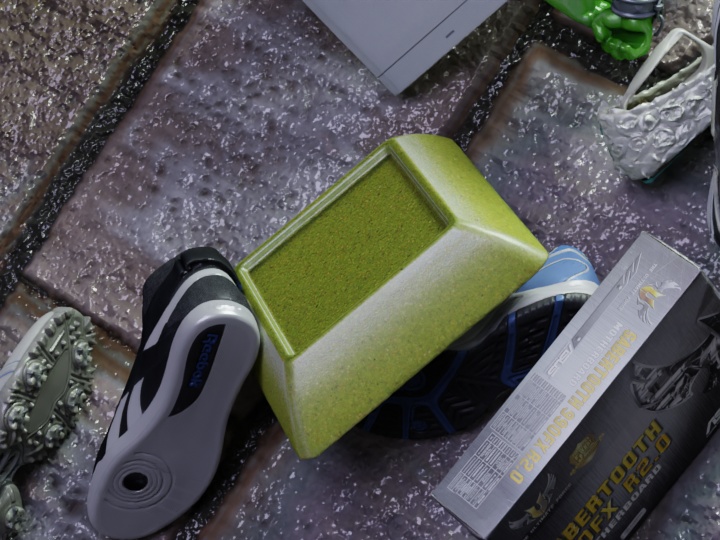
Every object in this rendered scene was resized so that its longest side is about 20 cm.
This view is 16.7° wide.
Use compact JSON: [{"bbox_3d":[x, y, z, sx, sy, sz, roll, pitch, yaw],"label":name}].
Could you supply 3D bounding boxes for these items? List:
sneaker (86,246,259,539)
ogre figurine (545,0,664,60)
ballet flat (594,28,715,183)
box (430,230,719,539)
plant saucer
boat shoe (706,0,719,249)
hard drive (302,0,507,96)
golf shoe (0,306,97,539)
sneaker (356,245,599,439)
[{"bbox_3d":[-0.125,0.074,1.617,0.201,0.073,0.112,-59,28,28],"label":"sneaker"},{"bbox_3d":[0.137,-0.241,1.570,0.098,0.120,0.201,0,54,-25],"label":"ogre figurine"},{"bbox_3d":[0.232,-0.138,1.560,0.200,0.072,0.072,-40,58,2],"label":"ballet flat"},{"bbox_3d":[0.145,0.093,1.451,0.048,0.158,0.200,37,84,32],"label":"box"},{"bbox_3d":[0.000,0.000,1.571,0.200,0.048,0.200,-40,31,3],"label":"plant saucer"},{"bbox_3d":[0.249,-0.103,1.500,0.070,0.064,0.202,3,98,5],"label":"boat shoe"},{"bbox_3d":[0.001,-0.228,1.634,0.132,0.200,0.027,-39,11,32],"label":"hard drive"},{"bbox_3d":[-0.256,0.108,1.672,0.097,0.078,0.201,18,75,35],"label":"golf shoe"},{"bbox_3d":[0.068,0.046,1.568,0.199,0.076,0.077,-20,35,17],"label":"sneaker"}]
